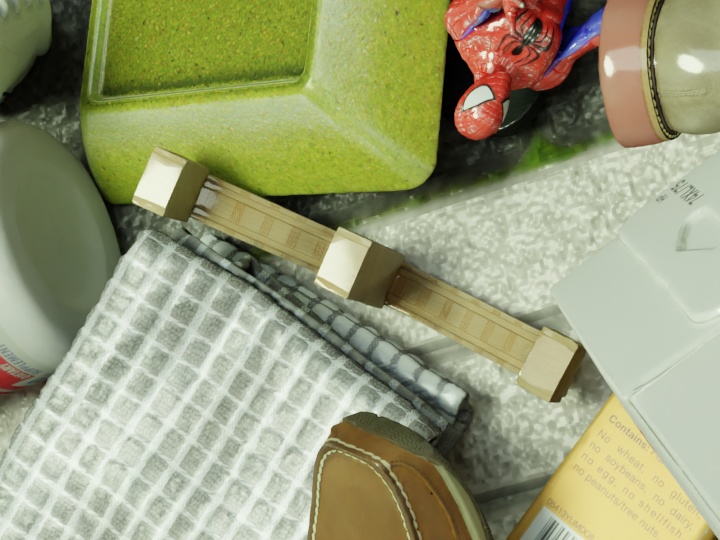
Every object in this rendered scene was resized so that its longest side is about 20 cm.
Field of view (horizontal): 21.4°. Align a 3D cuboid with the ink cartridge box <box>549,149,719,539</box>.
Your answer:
[{"bbox_3d":[0.180,0.053,0.595,0.146,0.147,0.200,-37,101,5],"label":"ink cartridge box"}]

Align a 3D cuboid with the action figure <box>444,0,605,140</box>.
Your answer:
[{"bbox_3d":[0.094,-0.140,0.737,0.201,0.065,0.099,-63,21,-4],"label":"action figure"}]

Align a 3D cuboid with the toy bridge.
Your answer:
[{"bbox_3d":[0.000,0.000,0.784,0.199,0.067,0.027,25,92,15],"label":"toy bridge"}]

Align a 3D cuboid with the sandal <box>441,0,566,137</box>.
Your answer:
[{"bbox_3d":[0.044,-0.156,0.805,0.075,0.048,0.202,-6,79,24],"label":"sandal"}]

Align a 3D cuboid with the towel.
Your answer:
[{"bbox_3d":[-0.066,0.097,0.790,0.165,0.085,0.201,33,95,25],"label":"towel"}]

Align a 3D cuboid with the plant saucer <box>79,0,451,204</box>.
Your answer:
[{"bbox_3d":[-0.050,-0.134,0.816,0.199,0.048,0.202,-1,80,40],"label":"plant saucer"}]

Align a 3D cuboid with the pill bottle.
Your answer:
[{"bbox_3d":[-0.215,0.016,0.859,0.199,0.112,0.113,-20,73,21],"label":"pill bottle"}]

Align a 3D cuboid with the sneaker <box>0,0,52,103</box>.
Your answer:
[{"bbox_3d":[-0.173,-0.109,0.825,0.073,0.200,0.071,38,91,-10],"label":"sneaker"}]

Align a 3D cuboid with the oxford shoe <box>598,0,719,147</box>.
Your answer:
[{"bbox_3d":[0.148,-0.104,0.686,0.074,0.071,0.200,-1,35,28],"label":"oxford shoe"}]

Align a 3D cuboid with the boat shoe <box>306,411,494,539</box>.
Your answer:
[{"bbox_3d":[0.008,0.151,0.699,0.075,0.074,0.202,18,126,39],"label":"boat shoe"}]

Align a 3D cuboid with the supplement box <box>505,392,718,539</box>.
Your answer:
[{"bbox_3d":[0.126,0.070,0.717,0.069,0.066,0.201,41,98,27],"label":"supplement box"}]
